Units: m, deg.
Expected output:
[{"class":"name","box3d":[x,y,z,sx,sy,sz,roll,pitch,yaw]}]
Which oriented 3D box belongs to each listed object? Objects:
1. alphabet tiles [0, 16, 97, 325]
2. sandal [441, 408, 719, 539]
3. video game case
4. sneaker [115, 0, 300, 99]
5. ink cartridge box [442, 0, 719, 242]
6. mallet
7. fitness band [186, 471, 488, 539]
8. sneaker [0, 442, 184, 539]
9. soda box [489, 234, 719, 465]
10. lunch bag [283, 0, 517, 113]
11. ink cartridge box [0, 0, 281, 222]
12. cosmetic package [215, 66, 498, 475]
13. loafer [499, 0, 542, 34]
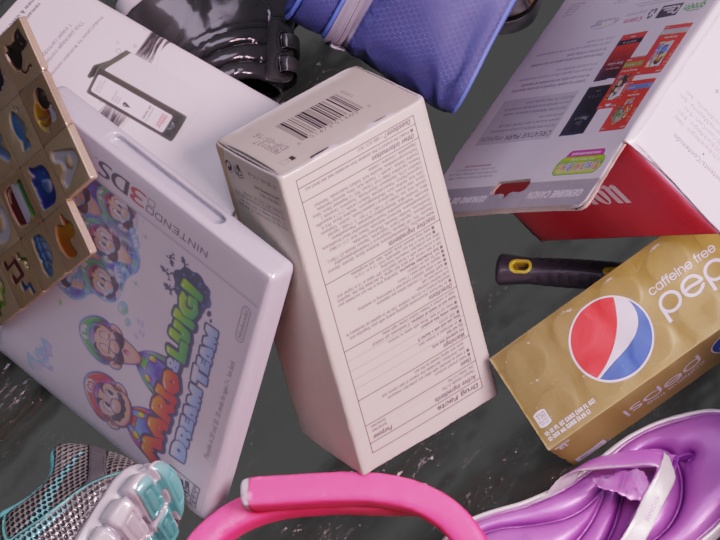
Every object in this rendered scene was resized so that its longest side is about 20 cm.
[{"class":"alphabet tiles","box3d":[-0.215,-0.064,1.649,0.006,0.200,0.167,-20,82,-35]},{"class":"sandal","box3d":[0.136,0.140,1.609,0.202,0.050,0.083,-28,65,-3]},{"class":"video game case","box3d":[-0.129,0.021,1.629,0.182,0.201,0.024,37,45,21]},{"class":"sneaker","box3d":[-0.043,-0.164,1.772,0.199,0.071,0.099,-26,79,-13]},{"class":"ink cartridge box","box3d":[0.148,-0.076,1.625,0.084,0.200,0.176,42,73,-20]},{"class":"mallet","box3d":[0.181,-0.004,1.680,0.199,0.041,0.066,11,70,16]},{"class":"fitness band","box3d":[-0.017,0.186,1.603,0.199,0.037,0.144,-3,68,16]},{"class":"sneaker","box3d":[-0.188,0.183,1.632,0.091,0.078,0.200,25,66,34]},{"class":"soda box","box3d":[0.177,0.025,1.621,0.200,0.064,0.068,-36,69,7]},{"class":"lunch bag","box3d":[0.031,-0.187,1.625,0.132,0.200,0.136,29,108,-1]},{"class":"ink cartridge box","box3d":[-0.124,-0.068,1.687,0.200,0.146,0.084,30,67,19]},{"class":"cosmetic package","box3d":[0.000,0.000,1.598,0.103,0.201,0.073,-29,33,-24]},{"class":"loafer","box3d":[0.081,-0.248,1.790,0.071,0.063,0.201,-10,64,3]}]
